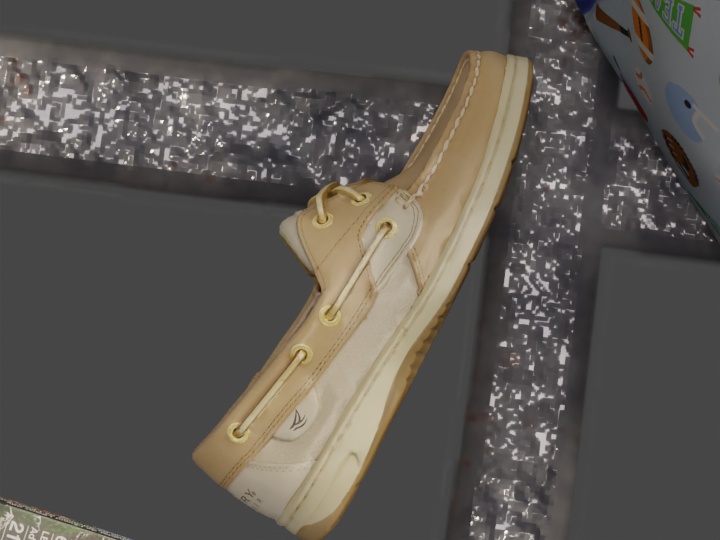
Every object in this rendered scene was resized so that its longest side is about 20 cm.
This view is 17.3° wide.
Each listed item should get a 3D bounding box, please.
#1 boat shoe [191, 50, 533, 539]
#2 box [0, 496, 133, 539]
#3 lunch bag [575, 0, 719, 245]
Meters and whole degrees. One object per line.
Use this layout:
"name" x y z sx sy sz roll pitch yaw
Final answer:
"boat shoe" 0.000 0.000 0.885 0.069 0.074 0.200 26 85 -3
"box" -0.150 0.181 0.851 0.136 0.038 0.200 17 84 2
"lunch bag" 0.171 -0.075 0.830 0.124 0.200 0.170 -33 84 -3
